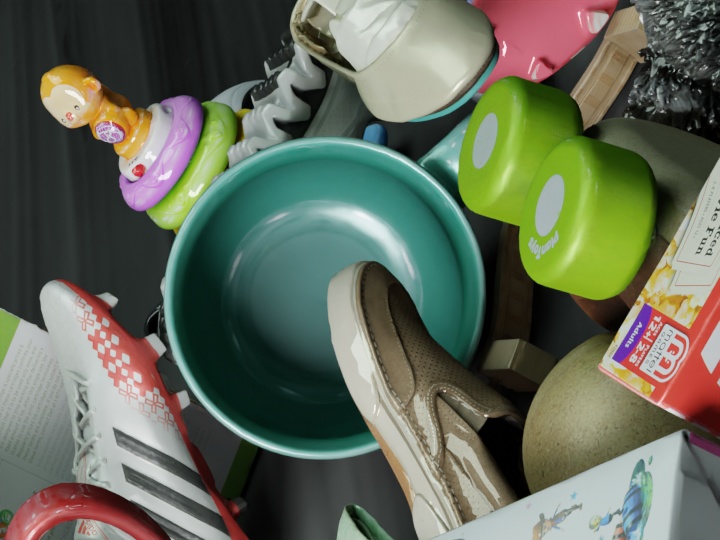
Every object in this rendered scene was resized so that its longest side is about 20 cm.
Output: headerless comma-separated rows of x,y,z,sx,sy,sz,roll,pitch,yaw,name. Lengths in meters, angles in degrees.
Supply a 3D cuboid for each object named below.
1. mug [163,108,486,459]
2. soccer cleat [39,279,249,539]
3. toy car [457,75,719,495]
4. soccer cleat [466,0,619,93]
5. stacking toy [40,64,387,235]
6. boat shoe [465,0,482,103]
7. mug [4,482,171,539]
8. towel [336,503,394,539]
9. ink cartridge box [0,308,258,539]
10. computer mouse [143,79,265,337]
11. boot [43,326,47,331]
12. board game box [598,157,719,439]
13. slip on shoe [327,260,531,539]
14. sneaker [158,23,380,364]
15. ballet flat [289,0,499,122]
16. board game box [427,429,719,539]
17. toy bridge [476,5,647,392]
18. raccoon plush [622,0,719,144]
-0.003,0.011,1.179,0.114,0.184,0.153,128,130,-87,mug
-0.123,0.100,1.255,0.085,0.201,0.069,-31,2,-23,soccer cleat
0.106,0.052,0.920,0.158,0.163,0.201,-126,54,-66,toy car
0.107,-0.177,1.185,0.201,0.066,0.076,-59,20,9,soccer cleat
-0.091,-0.058,1.338,0.116,0.199,0.110,-32,37,47,stacking toy
0.060,-0.144,1.290,0.067,0.073,0.200,-55,25,14,boat shoe
-0.135,0.210,1.146,0.177,0.199,0.134,-41,31,36,mug
-0.005,0.219,1.027,0.153,0.023,0.201,-141,62,-66,towel
-0.174,0.116,1.315,0.076,0.199,0.149,-10,55,59,ink cartridge box
-0.091,-0.050,1.516,0.110,0.044,0.201,-43,30,36,computer mouse
-0.218,0.127,1.575,0.201,0.072,0.166,-64,13,-4,boot
0.193,-0.017,0.814,0.201,0.151,0.046,-61,27,3,board game box
0.045,0.074,1.052,0.060,0.076,0.201,-33,54,19,slip on shoe
-0.041,-0.034,1.272,0.201,0.081,0.075,-63,16,-8,sneaker
0.007,-0.114,1.164,0.070,0.069,0.200,-61,17,0,ballet flat
0.096,0.135,0.844,0.200,0.147,0.065,-32,41,46,board game box
0.096,-0.032,1.160,0.067,0.027,0.201,-7,58,63,toy bridge
0.191,-0.109,1.039,0.134,0.096,0.202,4,96,49,raccoon plush
